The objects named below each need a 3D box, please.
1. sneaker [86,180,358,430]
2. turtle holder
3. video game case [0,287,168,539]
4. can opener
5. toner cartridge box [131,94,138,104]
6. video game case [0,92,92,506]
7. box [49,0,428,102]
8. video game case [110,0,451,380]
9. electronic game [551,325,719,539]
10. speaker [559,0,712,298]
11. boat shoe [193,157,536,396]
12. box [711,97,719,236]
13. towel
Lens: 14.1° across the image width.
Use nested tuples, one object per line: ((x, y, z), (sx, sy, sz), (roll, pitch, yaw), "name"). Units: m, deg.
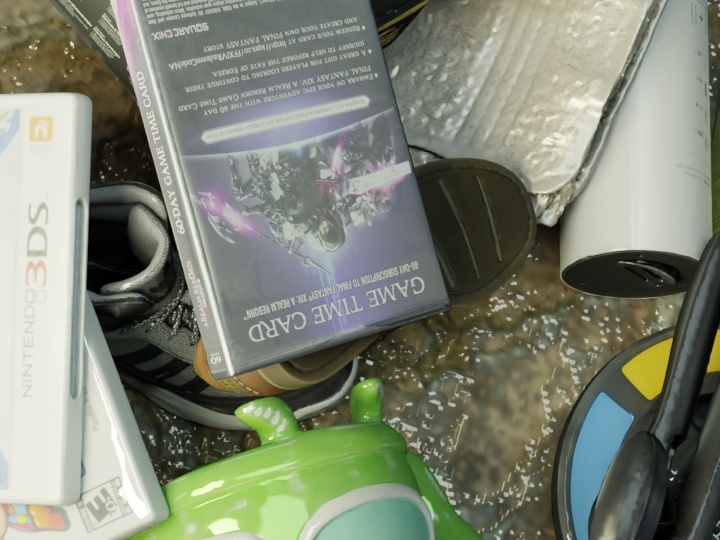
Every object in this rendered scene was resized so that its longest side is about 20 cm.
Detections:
((-0.088, 0.017, 1.391), (0.200, 0.114, 0.076), (17, 69, -10), "sneaker")
((-0.028, 0.137, 1.371), (0.141, 0.185, 0.132), (-23, 78, 12), "turtle holder")
((-0.199, 0.056, 1.336), (0.182, 0.024, 0.200), (-26, 78, 19), "video game case")
((0.165, 0.074, 1.425), (0.063, 0.079, 0.200), (24, 73, 7), "can opener")
((-0.068, -0.107, 1.416), (0.095, 0.043, 0.200), (-21, 71, -40), "toner cartridge box")
((-0.216, 0.012, 1.322), (0.200, 0.022, 0.183), (0, 87, 23), "video game case")
((-0.084, -0.164, 1.385), (0.200, 0.049, 0.160), (49, 44, 8), "box")
((-0.036, -0.063, 1.307), (0.143, 0.019, 0.200), (-16, 92, -44), "video game case")
((0.192, 0.121, 1.478), (0.200, 0.042, 0.200), (5, 71, -15), "electronic game")
((0.142, -0.089, 1.511), (0.081, 0.081, 0.200), (5, 71, -14), "speaker")
((0.000, 0.000, 1.386), (0.200, 0.068, 0.072), (-25, 95, -42), "boat shoe")
((0.220, -0.072, 1.534), (0.050, 0.075, 0.200), (16, 68, -13), "box")
((0.082, -0.129, 1.482), (0.132, 0.034, 0.200), (20, 79, 23), "towel")
